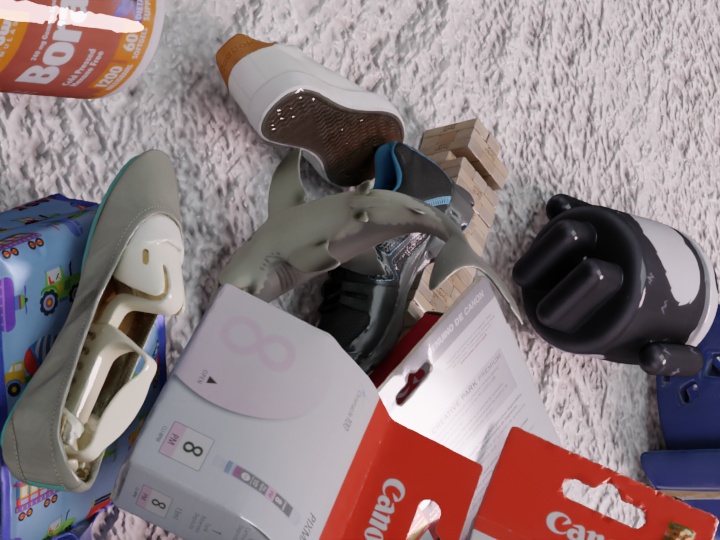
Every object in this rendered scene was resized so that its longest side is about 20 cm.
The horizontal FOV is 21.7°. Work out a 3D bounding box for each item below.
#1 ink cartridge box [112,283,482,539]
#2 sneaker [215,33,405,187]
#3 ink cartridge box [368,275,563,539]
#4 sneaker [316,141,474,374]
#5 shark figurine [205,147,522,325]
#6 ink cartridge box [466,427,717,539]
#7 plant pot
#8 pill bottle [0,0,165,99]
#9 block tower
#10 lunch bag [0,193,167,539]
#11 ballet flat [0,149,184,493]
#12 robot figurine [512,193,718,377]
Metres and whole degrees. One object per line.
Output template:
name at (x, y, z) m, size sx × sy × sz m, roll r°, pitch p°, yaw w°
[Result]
ink cartridge box at (-0.027, 0.112, 1.120) m, size 0.199 × 0.057 × 0.163 m, roll 23°, pitch 42°, yaw 2°
sneaker at (-0.033, -0.121, 1.324) m, size 0.085 × 0.073 × 0.200 m, roll 50°, pitch 10°, yaw 26°
ink cartridge box at (0.033, 0.125, 1.285) m, size 0.200 × 0.083 × 0.176 m, roll -45°, pitch 124°, yaw -33°
sneaker at (0.000, 0.000, 1.324) m, size 0.082 × 0.073 × 0.201 m, roll 44°, pitch 61°, yaw -24°
shark figurine at (0.009, -0.014, 1.239) m, size 0.090 × 0.213 × 0.129 m, roll 49°, pitch 45°, yaw -46°
ink cartridge box at (0.137, 0.221, 1.234) m, size 0.162 × 0.057 × 0.201 m, roll 24°, pitch 77°, yaw 0°
plant pot at (0.375, 0.152, 1.671) m, size 0.200 × 0.199 × 0.181 m, roll 44°, pitch 55°, yaw -36°
pill bottle at (-0.215, -0.158, 1.067) m, size 0.199 × 0.112 × 0.113 m, roll -2°, pitch 82°, yaw -51°
block tower at (0.056, -0.021, 1.421) m, size 0.054 × 0.058 × 0.201 m, roll 47°, pitch 49°, yaw -33°
lunch bag at (-0.177, 0.068, 1.090) m, size 0.150 × 0.093 × 0.202 m, roll -26°, pitch 111°, yaw -54°
ballet flat at (-0.129, 0.029, 1.030) m, size 0.067 × 0.063 × 0.201 m, roll 46°, pitch 62°, yaw -53°
robot figurine at (0.214, 0.012, 1.553) m, size 0.199 × 0.124 × 0.152 m, roll 12°, pitch 79°, yaw -49°
